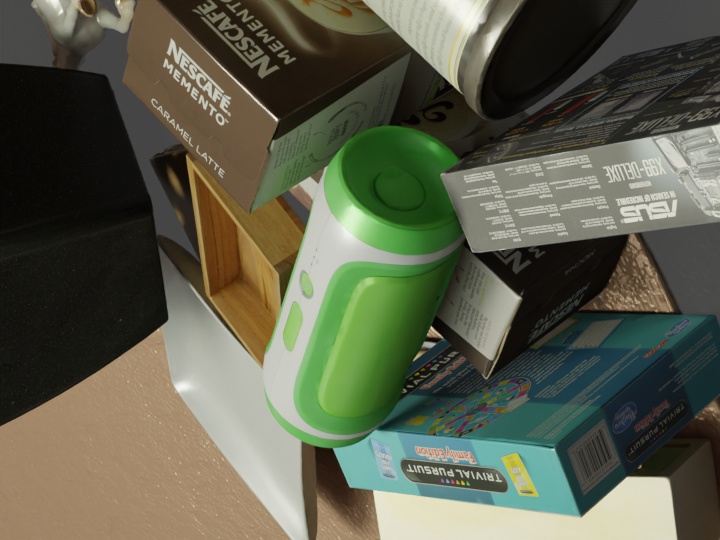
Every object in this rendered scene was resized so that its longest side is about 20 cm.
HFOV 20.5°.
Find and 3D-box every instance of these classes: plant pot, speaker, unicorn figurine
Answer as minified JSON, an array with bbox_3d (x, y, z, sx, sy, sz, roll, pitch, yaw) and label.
[{"bbox_3d":[-0.240,-0.031,1.402,0.201,0.176,0.200,87,163,-51],"label":"plant pot"},{"bbox_3d":[0.001,0.013,1.105,0.088,0.088,0.201,43,142,19],"label":"speaker"},{"bbox_3d":[-0.218,-0.195,1.434,0.137,0.073,0.202,-16,90,64],"label":"unicorn figurine"}]

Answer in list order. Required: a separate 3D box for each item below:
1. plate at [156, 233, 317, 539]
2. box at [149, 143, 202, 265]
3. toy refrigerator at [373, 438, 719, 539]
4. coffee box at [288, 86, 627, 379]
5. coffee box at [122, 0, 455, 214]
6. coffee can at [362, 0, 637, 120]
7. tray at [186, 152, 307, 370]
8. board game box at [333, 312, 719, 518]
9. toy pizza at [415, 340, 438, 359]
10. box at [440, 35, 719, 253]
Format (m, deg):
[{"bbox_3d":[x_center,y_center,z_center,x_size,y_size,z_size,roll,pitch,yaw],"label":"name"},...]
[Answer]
[{"bbox_3d":[-0.087,0.088,1.479,0.200,0.032,0.200,48,156,31],"label":"plate"},{"bbox_3d":[-0.075,0.000,1.413,0.201,0.021,0.163,64,159,-10],"label":"box"},{"bbox_3d":[0.113,0.141,1.220,0.199,0.076,0.071,-2,102,31],"label":"toy refrigerator"},{"bbox_3d":[0.050,-0.049,1.176,0.200,0.113,0.080,44,143,19],"label":"coffee box"},{"bbox_3d":[-0.020,-0.135,1.117,0.114,0.199,0.080,44,143,16],"label":"coffee box"},{"bbox_3d":[0.043,-0.198,1.037,0.200,0.146,0.147,44,143,17],"label":"coffee can"},{"bbox_3d":[-0.065,0.000,1.282,0.099,0.037,0.200,51,165,20],"label":"tray"},{"bbox_3d":[0.099,0.080,1.183,0.199,0.151,0.047,0,117,51],"label":"board game box"},{"bbox_3d":[0.069,0.141,1.371,0.199,0.032,0.201,30,137,33],"label":"toy pizza"},{"bbox_3d":[0.161,-0.071,0.986,0.199,0.157,0.050,-8,111,52],"label":"box"}]
